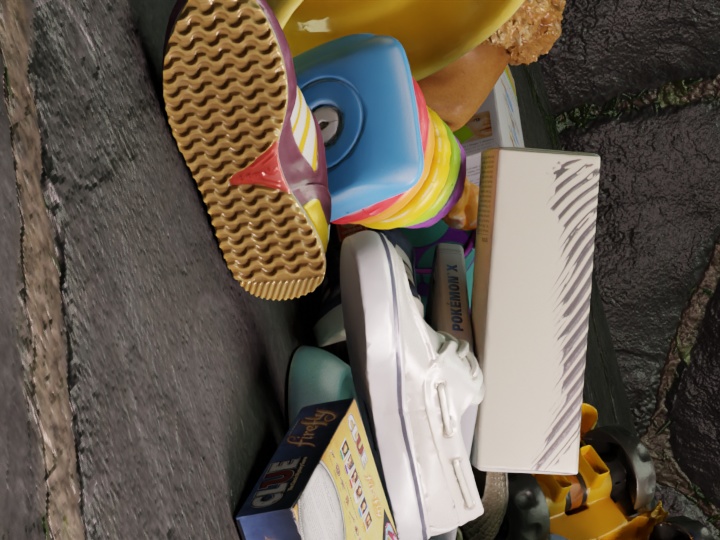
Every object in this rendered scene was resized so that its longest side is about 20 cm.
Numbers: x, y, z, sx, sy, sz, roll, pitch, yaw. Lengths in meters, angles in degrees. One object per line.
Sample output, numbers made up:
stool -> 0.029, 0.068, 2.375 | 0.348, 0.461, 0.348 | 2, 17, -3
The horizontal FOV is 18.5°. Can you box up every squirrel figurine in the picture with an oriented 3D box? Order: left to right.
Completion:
squirrel figurine -> 0.046, -0.204, 1.608 | 0.187, 0.199, 0.142 | 41, 44, -49

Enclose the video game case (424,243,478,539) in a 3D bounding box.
video game case -> 0.049, 0.113, 1.449 | 0.183, 0.022, 0.201 | -92, -172, -59

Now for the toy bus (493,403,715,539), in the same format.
toy bus -> 0.149, 0.230, 1.622 | 0.200, 0.135, 0.193 | 52, -42, 29

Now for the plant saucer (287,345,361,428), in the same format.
plant saucer -> -0.002, 0.142, 1.367 | 0.200, 0.027, 0.202 | -13, 90, -79

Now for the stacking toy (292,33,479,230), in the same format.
stacking toy -> 0.029, -0.065, 1.411 | 0.200, 0.115, 0.111 | 24, 51, -54

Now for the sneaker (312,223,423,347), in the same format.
sneaker -> 0.000, 0.000, 1.437 | 0.200, 0.074, 0.085 | -5, 83, -89

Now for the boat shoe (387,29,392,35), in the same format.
boat shoe -> 0.001, -0.108, 1.576 | 0.201, 0.062, 0.072 | 92, -6, -52

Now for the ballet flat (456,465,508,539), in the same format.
ballet flat -> 0.076, 0.117, 1.504 | 0.067, 0.046, 0.201 | 41, -46, 33

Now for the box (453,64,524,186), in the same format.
box -> 0.072, -0.117, 1.827 | 0.201, 0.112, 0.102 | -93, 163, -45

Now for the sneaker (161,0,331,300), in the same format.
sneaker -> -0.062, -0.085, 1.230 | 0.090, 0.074, 0.201 | -86, 168, -55

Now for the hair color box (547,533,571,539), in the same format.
hair color box -> 0.141, 0.286, 1.481 | 0.061, 0.098, 0.201 | -78, -175, -68

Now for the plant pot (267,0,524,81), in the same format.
plant pot -> -0.007, -0.240, 1.416 | 0.190, 0.200, 0.201 | 65, 6, 22

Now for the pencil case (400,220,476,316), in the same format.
pencil case -> 0.059, 0.006, 1.627 | 0.093, 0.085, 0.200 | -54, 159, -18

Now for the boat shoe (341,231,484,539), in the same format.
boat shoe -> 0.035, 0.065, 1.275 | 0.071, 0.069, 0.201 | -121, -161, -65

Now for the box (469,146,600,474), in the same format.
box -> 0.106, 0.024, 1.394 | 0.082, 0.068, 0.202 | -144, -123, -85

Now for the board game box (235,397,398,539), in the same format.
board game box -> -0.006, 0.190, 1.216 | 0.136, 0.034, 0.201 | -57, 133, -64
